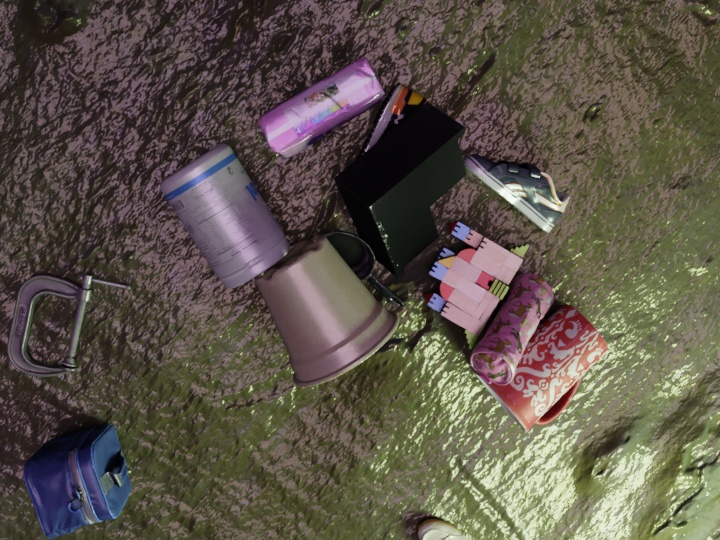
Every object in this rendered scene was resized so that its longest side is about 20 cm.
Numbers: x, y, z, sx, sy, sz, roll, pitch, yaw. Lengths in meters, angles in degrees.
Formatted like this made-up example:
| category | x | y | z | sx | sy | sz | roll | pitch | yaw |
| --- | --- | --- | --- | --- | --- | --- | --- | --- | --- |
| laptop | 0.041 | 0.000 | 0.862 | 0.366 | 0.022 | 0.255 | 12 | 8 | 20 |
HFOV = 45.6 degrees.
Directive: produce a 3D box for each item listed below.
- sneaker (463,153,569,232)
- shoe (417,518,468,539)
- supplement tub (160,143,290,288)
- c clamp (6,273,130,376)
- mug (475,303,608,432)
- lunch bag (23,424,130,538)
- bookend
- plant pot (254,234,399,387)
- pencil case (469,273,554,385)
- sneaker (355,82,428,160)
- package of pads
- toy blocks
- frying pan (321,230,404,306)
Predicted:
| category | x | y | z | sx | sy | sz | roll | pitch | yaw |
| --- | --- | --- | --- | --- | --- | --- | --- | --- | --- |
| sneaker | 0.263 | -0.150 | 1.433 | 0.200 | 0.078 | 0.080 | 33 | 101 | -22 |
| shoe | 0.185 | 0.529 | 1.569 | 0.200 | 0.053 | 0.070 | 43 | 94 | -12 |
| supplement tub | -0.215 | -0.087 | 1.369 | 0.132 | 0.132 | 0.201 | -32 | 103 | 1 |
| c clamp | -0.497 | 0.091 | 1.429 | 0.170 | 0.027 | 0.201 | 19 | 98 | -9 |
| mug | 0.320 | 0.168 | 1.495 | 0.200 | 0.178 | 0.134 | -42 | 66 | -1 |
| lunch bag | -0.448 | 0.336 | 1.394 | 0.132 | 0.200 | 0.137 | -17 | 97 | -5 |
| bookend | 0.084 | -0.126 | 1.382 | 0.200 | 0.092 | 0.199 | -41 | 144 | -11 |
| plant pot | -0.069 | 0.053 | 1.374 | 0.200 | 0.200 | 0.184 | -32 | 103 | 1 |
| pencil case | 0.253 | 0.096 | 1.426 | 0.200 | 0.082 | 0.087 | -54 | 129 | -36 |
| sneaker | 0.052 | -0.200 | 1.404 | 0.090 | 0.070 | 0.201 | 24 | 96 | -7 |
| package of pads | -0.062 | -0.254 | 1.356 | 0.199 | 0.121 | 0.076 | -30 | 97 | 1 |
| toy blocks | 0.178 | 0.011 | 1.456 | 0.136 | 0.100 | 0.201 | 29 | 97 | 1 |
| frying pan | 0.004 | -0.012 | 1.434 | 0.189 | 0.031 | 0.115 | 18 | 133 | -7 |
